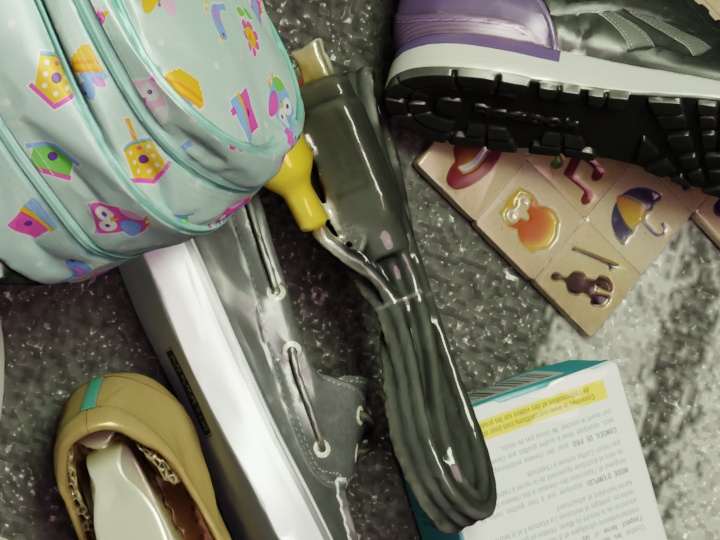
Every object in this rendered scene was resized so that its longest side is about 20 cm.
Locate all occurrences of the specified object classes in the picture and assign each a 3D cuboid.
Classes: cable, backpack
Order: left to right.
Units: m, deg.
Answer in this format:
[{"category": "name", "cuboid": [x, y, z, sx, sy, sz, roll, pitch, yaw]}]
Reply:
[{"category": "backpack", "cuboid": [-0.109, -0.096, 0.931, 0.201, 0.126, 0.167, 65, 28, -4]}, {"category": "cable", "cuboid": [0.000, 0.000, 1.027, 0.050, 0.097, 0.201, -20, 88, 18]}]

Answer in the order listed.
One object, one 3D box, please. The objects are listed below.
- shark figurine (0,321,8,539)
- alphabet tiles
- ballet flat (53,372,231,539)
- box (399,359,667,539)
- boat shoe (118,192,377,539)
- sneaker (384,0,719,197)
[{"category": "shark figurine", "cuboid": [-0.151, 0.041, 0.972, 0.127, 0.089, 0.216, 9, 87, -18]}, {"category": "alphabet tiles", "cuboid": [0.117, -0.081, 1.112, 0.167, 0.008, 0.200, 44, 76, -13]}, {"category": "ballet flat", "cuboid": [-0.063, 0.135, 1.009, 0.068, 0.063, 0.201, -25, 95, 8]}, {"category": "box", "cuboid": [0.081, 0.141, 1.069, 0.082, 0.049, 0.201, -17, 94, -18]}, {"category": "boat shoe", "cuboid": [-0.027, 0.050, 1.030, 0.066, 0.070, 0.201, -25, 89, -16]}, {"category": "sneaker", "cuboid": [0.112, -0.088, 1.056, 0.199, 0.076, 0.088, 12, 66, -8]}]
